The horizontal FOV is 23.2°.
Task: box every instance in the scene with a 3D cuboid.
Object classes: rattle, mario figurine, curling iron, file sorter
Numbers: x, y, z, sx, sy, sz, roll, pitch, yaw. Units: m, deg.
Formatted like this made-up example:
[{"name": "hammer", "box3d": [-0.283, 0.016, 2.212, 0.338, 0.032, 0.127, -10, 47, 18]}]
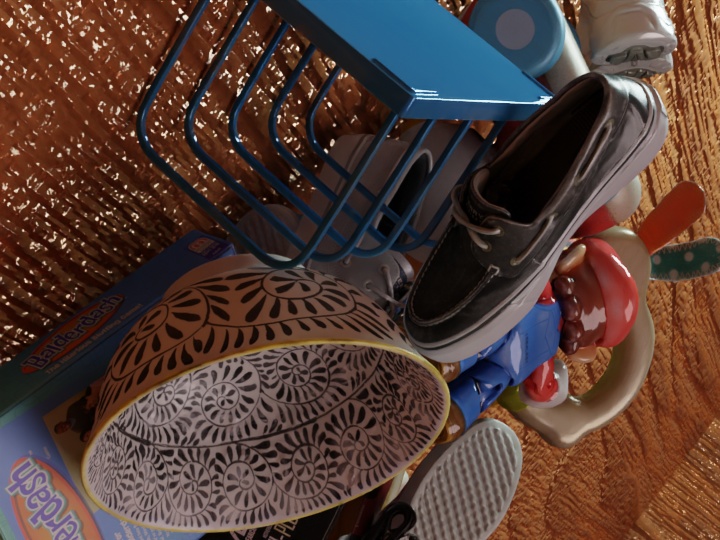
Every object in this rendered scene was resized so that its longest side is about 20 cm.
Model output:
[{"name": "rattle", "box3d": [0.155, 0.023, 1.253, 0.201, 0.130, 0.143, -56, -177, -11]}, {"name": "mario figurine", "box3d": [0.090, 0.035, 1.112, 0.199, 0.106, 0.124, -25, 156, -39]}, {"name": "curling iron", "box3d": [0.037, 0.115, 1.205, 0.026, 0.049, 0.202, 87, 18, -63]}, {"name": "file sorter", "box3d": [-0.007, -0.087, 0.966, 0.123, 0.139, 0.199, -56, 160, 20]}]

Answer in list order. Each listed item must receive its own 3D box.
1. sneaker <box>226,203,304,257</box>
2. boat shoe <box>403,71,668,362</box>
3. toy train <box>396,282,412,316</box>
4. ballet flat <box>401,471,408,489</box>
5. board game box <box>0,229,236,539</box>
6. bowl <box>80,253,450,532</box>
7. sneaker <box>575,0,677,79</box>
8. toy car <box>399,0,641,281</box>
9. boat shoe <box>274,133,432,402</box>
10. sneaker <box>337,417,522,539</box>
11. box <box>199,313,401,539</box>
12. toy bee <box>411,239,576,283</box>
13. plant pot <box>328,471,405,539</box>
[{"name": "sneaker", "box3d": [-0.077, 0.054, 1.129, 0.201, 0.074, 0.082, -57, 154, 11]}, {"name": "boat shoe", "box3d": [0.081, -0.035, 0.968, 0.071, 0.072, 0.201, 20, 115, -47]}, {"name": "toy train", "box3d": [0.057, -0.015, 1.348, 0.200, 0.034, 0.046, -50, 177, -11]}, {"name": "ballet flat", "box3d": [0.023, 0.149, 1.510, 0.069, 0.069, 0.201, -21, 143, -54]}, {"name": "board game box", "box3d": [-0.133, 0.095, 1.004, 0.199, 0.045, 0.153, -37, 124, -29]}, {"name": "bowl", "box3d": [-0.058, 0.053, 0.941, 0.198, 0.095, 0.202, -11, 149, -7]}, {"name": "sneaker", "box3d": [0.195, -0.196, 1.309, 0.077, 0.101, 0.200, -6, 177, -1]}, {"name": "toy car", "box3d": [0.071, -0.080, 1.178, 0.198, 0.178, 0.184, -27, 177, 10]}, {"name": "boat shoe", "box3d": [0.000, 0.000, 1.075, 0.072, 0.068, 0.201, 70, 30, -43]}, {"name": "sneaker", "box3d": [0.030, 0.187, 1.253, 0.201, 0.075, 0.104, -57, -157, -12]}, {"name": "box", "box3d": [-0.043, 0.136, 1.247, 0.201, 0.085, 0.164, -65, 176, 31]}, {"name": "toy bee", "box3d": [0.122, 0.009, 1.333, 0.200, 0.108, 0.131, -42, 165, -39]}, {"name": "plant pot", "box3d": [0.003, 0.158, 1.378, 0.200, 0.027, 0.202, -161, -90, -81]}]
